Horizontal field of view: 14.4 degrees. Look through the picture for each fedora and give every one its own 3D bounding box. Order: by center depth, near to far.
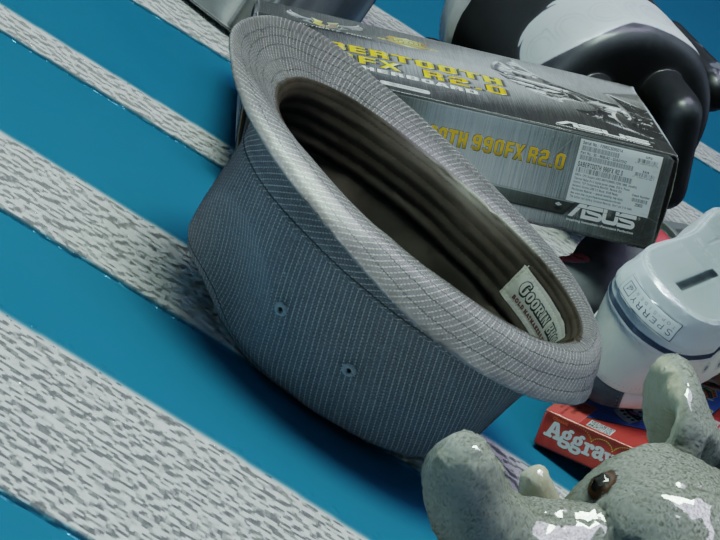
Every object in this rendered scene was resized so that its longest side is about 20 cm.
[{"bbox_3d":[0.000,0.000,1.130,0.200,0.090,0.177,42,18,0],"label":"fedora"}]

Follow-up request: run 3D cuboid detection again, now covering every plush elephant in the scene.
[{"bbox_3d":[0.047,0.106,0.780,0.199,0.155,0.165,17,24,-25],"label":"plush elephant"}]

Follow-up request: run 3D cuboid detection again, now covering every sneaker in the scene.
[{"bbox_3d":[0.151,0.020,1.304,0.073,0.071,0.200,51,25,18],"label":"sneaker"}]

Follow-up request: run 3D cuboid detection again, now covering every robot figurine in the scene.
[{"bbox_3d":[0.121,-0.109,1.611,0.150,0.125,0.200,36,13,-38],"label":"robot figurine"}]

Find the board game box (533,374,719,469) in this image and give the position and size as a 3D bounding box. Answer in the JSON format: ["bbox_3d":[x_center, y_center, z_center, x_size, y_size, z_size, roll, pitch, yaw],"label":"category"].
[{"bbox_3d":[0.153,0.074,1.308,0.102,0.020,0.200,25,14,14],"label":"board game box"}]

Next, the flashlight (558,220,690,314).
[{"bbox_3d":[0.086,0.003,1.322,0.199,0.067,0.068,3,74,-48],"label":"flashlight"}]

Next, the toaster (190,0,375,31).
[{"bbox_3d":[-0.054,-0.217,1.566,0.200,0.119,0.181,38,18,12],"label":"toaster"}]

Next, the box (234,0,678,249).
[{"bbox_3d":[0.041,-0.071,1.346,0.199,0.049,0.158,13,15,-5],"label":"box"}]
